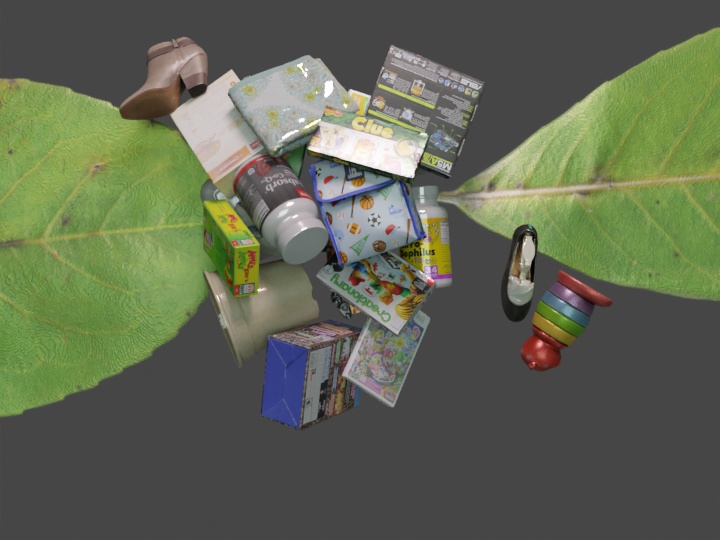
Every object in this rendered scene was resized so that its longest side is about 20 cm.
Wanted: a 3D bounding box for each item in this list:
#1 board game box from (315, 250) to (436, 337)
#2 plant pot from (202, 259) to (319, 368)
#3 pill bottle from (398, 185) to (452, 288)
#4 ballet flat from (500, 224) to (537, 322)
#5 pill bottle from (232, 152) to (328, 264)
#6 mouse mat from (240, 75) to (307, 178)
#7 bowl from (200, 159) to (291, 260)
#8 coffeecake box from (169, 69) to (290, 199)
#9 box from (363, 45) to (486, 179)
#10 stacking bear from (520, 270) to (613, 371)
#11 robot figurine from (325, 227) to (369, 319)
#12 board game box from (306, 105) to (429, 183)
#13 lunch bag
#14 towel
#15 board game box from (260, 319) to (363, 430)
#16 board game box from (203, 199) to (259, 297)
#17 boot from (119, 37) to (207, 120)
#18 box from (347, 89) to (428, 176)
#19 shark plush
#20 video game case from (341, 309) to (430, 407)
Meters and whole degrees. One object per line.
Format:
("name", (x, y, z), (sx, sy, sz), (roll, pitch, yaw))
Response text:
("board game box", (0.030, 0.020, 1.642), (0.200, 0.035, 0.126), (34, 81, 16))
("plant pot", (-0.187, 0.064, 1.662), (0.183, 0.200, 0.201), (-21, 91, -13))
("pill bottle", (0.125, -0.065, 1.700), (0.104, 0.104, 0.201), (-5, 90, -2))
("ballet flat", (0.323, 0.005, 1.724), (0.068, 0.068, 0.201), (5, 90, -2))
("pill bottle", (-0.145, -0.113, 1.568), (0.116, 0.116, 0.200), (-35, 59, -1))
("mouse mat", (-0.184, -0.286, 1.739), (0.160, 0.008, 0.201), (12, 91, -1))
("bowl", (-0.210, -0.127, 1.703), (0.199, 0.075, 0.201), (-27, 92, 1))
("coffeecake box", (-0.255, -0.266, 1.660), (0.153, 0.073, 0.200), (-35, 64, 0))
("box", (0.113, -0.299, 1.617), (0.199, 0.048, 0.194), (21, 91, -2))
("stacking bear", (0.395, 0.113, 1.711), (0.113, 0.121, 0.201), (30, 97, -4))
("robot figurine", (0.000, 0.000, 1.719), (0.144, 0.058, 0.201), (-14, 90, -1))
("board game box", (0.014, -0.225, 1.522), (0.199, 0.024, 0.105), (16, 61, 9))
("lunch bag", (0.011, -0.128, 1.571), (0.169, 0.124, 0.201), (-17, 91, 9))
("towel", (-0.124, -0.315, 1.602), (0.199, 0.048, 0.171), (-28, 63, -19))
("board game box", (-0.086, 0.194, 1.625), (0.096, 0.200, 0.160), (13, 102, 31))
("board game box", (-0.242, -0.045, 1.580), (0.047, 0.200, 0.102), (-9, 122, -24))
("boot", (-0.394, -0.383, 1.680), (0.199, 0.070, 0.147), (-20, 58, -12))
("box", (0.054, -0.271, 1.692), (0.199, 0.112, 0.102), (17, 88, -3))
("shark plush", (-0.152, -0.075, 1.638), (0.199, 0.091, 0.084), (10, 61, 5))
("video game case", (0.054, 0.149, 1.677), (0.143, 0.018, 0.201), (37, 68, -34))
